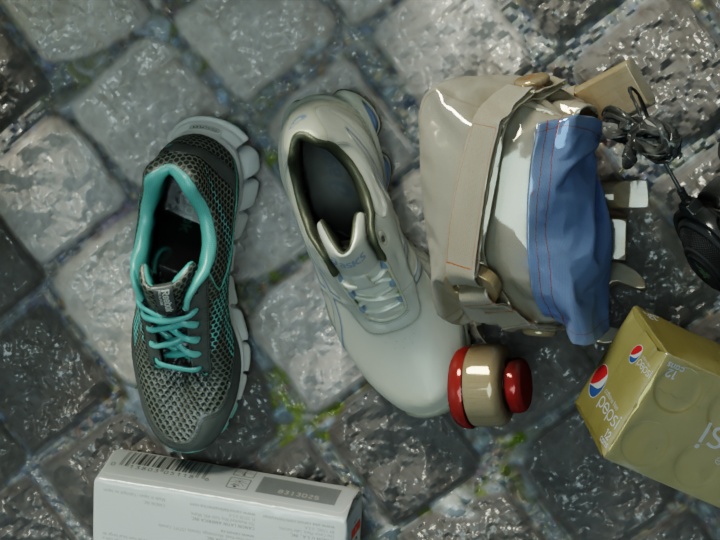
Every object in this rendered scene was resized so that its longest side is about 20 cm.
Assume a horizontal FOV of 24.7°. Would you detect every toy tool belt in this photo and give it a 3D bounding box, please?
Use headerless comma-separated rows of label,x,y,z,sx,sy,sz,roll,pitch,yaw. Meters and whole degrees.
toy tool belt,0.102,-0.010,0.886,0.122,0.125,0.201,-1,103,21

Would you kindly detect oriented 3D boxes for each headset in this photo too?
headset,0.210,-0.041,0.843,0.199,0.094,0.124,21,95,-21

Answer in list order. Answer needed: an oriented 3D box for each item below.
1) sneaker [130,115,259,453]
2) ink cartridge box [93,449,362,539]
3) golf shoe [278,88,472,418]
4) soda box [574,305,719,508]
sneaker,-0.108,0.014,0.952,0.077,0.091,0.201,5,103,12
ink cartridge box,-0.085,0.219,1.023,0.161,0.050,0.201,8,112,10
golf shoe,0.000,0.000,0.924,0.078,0.097,0.201,-23,98,14
soda box,0.219,0.095,0.879,0.199,0.064,0.068,24,107,-16
